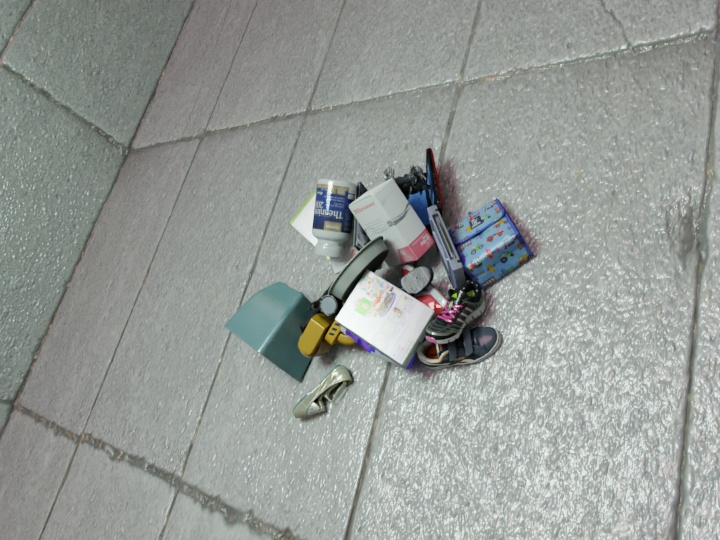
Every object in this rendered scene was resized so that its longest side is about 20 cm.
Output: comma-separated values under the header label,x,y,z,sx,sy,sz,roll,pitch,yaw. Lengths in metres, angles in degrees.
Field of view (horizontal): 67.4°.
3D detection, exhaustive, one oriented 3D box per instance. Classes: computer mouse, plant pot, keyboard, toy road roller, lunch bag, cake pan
label,x,y,z,sx,sy,sz,roll,pitch,yaw
computer mouse,0.096,0.056,1.329,0.198,0.034,0.059,-33,70,6
plant pot,-0.225,0.153,1.534,0.194,0.196,0.202,23,73,43
keyboard,-0.095,0.085,1.473,0.020,0.128,0.200,34,67,18
toy road roller,-0.059,0.164,1.437,0.145,0.122,0.202,36,102,19
lunch bag,0.306,-0.081,1.323,0.149,0.094,0.202,-35,37,17
cake pan,0.000,0.000,1.354,0.037,0.200,0.201,43,97,10

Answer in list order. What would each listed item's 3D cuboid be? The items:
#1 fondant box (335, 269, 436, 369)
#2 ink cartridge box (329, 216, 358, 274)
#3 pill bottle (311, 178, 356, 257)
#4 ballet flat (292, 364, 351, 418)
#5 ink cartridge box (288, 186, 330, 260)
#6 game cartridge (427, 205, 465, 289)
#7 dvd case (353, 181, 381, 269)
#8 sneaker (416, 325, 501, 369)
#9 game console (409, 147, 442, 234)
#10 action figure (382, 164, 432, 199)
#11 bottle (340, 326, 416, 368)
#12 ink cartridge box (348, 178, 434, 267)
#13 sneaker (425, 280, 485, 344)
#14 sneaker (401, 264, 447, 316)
label,x,y,z,sx,sy,sz,roll,pitch,yaw
fondant box,0.059,0.112,1.271,0.198,0.058,0.146,31,81,20
ink cartridge box,-0.046,-0.104,1.562,0.115,0.067,0.204,-25,77,24
pill bottle,-0.075,-0.142,1.476,0.109,0.110,0.205,11,96,40
ballet flat,-0.101,0.333,1.422,0.200,0.067,0.063,-47,57,8
ink cartridge box,-0.100,-0.134,1.668,0.199,0.076,0.149,42,94,17
game cartridge,0.212,-0.046,1.335,0.038,0.131,0.203,-17,53,1
dvd case,0.024,-0.125,1.509,0.016,0.149,0.204,-10,60,25
sneaker,0.221,0.175,1.244,0.197,0.079,0.080,-25,53,24
game console,0.153,-0.200,1.474,0.116,0.174,0.204,-7,58,3
action figure,0.112,-0.229,1.421,0.200,0.116,0.104,136,133,-62
bottle,0.048,0.168,1.330,0.197,0.065,0.085,24,88,10
ink cartridge box,0.079,-0.120,1.395,0.083,0.202,0.146,-40,12,-25
sneaker,0.213,0.088,1.226,0.198,0.089,0.073,-33,36,-32
sneaker,0.142,0.076,1.363,0.113,0.071,0.200,-46,49,4
